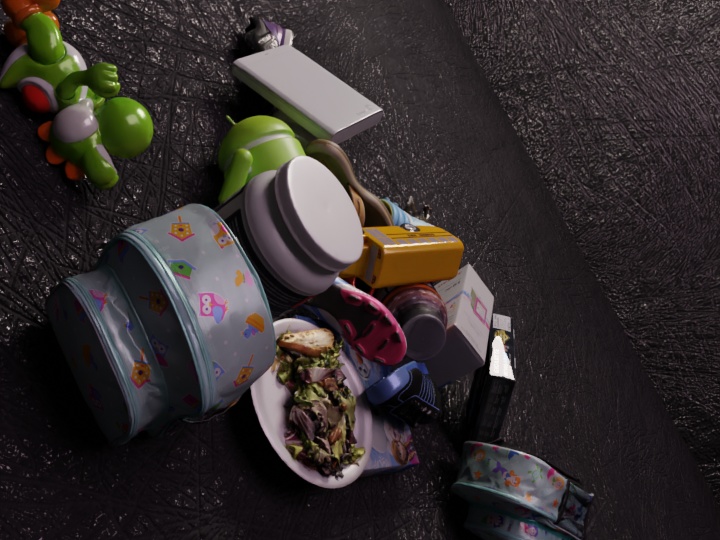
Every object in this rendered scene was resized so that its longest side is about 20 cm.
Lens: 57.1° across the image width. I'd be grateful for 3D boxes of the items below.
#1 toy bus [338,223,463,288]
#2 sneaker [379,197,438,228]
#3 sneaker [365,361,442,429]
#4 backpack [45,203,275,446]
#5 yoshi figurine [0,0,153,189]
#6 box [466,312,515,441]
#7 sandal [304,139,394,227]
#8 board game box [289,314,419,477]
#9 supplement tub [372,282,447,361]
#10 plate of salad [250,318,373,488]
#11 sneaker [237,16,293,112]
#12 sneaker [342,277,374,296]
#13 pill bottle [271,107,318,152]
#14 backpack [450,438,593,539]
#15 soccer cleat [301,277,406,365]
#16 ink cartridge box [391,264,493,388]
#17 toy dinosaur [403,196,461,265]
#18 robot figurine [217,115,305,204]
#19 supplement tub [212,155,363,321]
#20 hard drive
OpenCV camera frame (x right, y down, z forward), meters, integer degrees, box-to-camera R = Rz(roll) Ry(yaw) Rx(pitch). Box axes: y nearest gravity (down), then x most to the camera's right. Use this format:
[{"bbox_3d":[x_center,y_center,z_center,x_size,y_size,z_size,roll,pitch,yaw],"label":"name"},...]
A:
[{"bbox_3d":[0.050,-0.021,0.939,0.196,0.067,0.078,-5,30,-38],"label":"toy bus"},{"bbox_3d":[0.047,-0.077,1.131,0.128,0.081,0.199,26,-5,-19],"label":"sneaker"},{"bbox_3d":[0.069,0.172,0.888,0.079,0.069,0.199,61,16,15],"label":"sneaker"},{"bbox_3d":[-0.168,0.048,0.564,0.152,0.198,0.179,-23,85,-46],"label":"backpack"},{"bbox_3d":[-0.284,-0.189,0.687,0.204,0.110,0.112,63,21,-1],"label":"yoshi figurine"},{"bbox_3d":[0.219,0.201,1.119,0.160,0.045,0.204,-73,171,-55],"label":"box"},{"bbox_3d":[-0.021,-0.097,0.955,0.201,0.079,0.055,54,41,-34],"label":"sandal"},{"bbox_3d":[-0.013,0.170,0.884,0.197,0.043,0.204,15,51,-53],"label":"board game box"},{"bbox_3d":[0.070,0.057,0.999,0.107,0.106,0.201,47,8,-23],"label":"supplement tub"},{"bbox_3d":[-0.045,0.145,0.762,0.199,0.048,0.204,37,36,-33],"label":"plate of salad"},{"bbox_3d":[-0.167,-0.340,1.087,0.086,0.076,0.204,21,44,-23],"label":"sneaker"},{"bbox_3d":[0.000,0.000,1.018,0.077,0.084,0.203,41,33,-33],"label":"sneaker"},{"bbox_3d":[-0.089,-0.223,1.044,0.111,0.110,0.202,47,30,-24],"label":"pill bottle"},{"bbox_3d":[0.234,0.343,1.004,0.200,0.175,0.153,42,63,-30],"label":"backpack"},{"bbox_3d":[-0.020,0.046,0.870,0.198,0.071,0.086,37,7,-1],"label":"soccer cleat"},{"bbox_3d":[0.138,0.098,1.100,0.085,0.143,0.201,49,29,-12],"label":"ink cartridge box"},{"bbox_3d":[0.127,-0.062,1.331,0.202,0.076,0.103,57,39,-19],"label":"toy dinosaur"},{"bbox_3d":[-0.118,-0.116,0.889,0.204,0.114,0.175,64,21,7],"label":"robot figurine"},{"bbox_3d":[-0.108,-0.019,0.726,0.140,0.198,0.143,39,34,-34],"label":"supplement tub"},{"bbox_3d":[-0.078,-0.266,0.987,0.198,0.027,0.131,38,44,16],"label":"hard drive"}]
